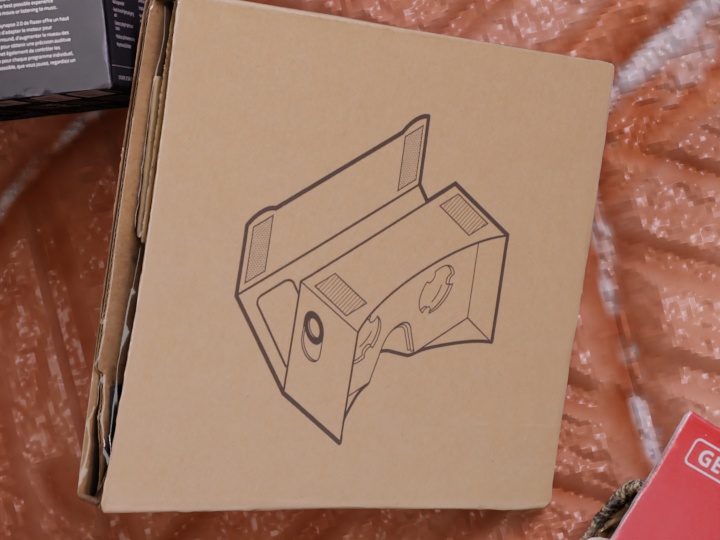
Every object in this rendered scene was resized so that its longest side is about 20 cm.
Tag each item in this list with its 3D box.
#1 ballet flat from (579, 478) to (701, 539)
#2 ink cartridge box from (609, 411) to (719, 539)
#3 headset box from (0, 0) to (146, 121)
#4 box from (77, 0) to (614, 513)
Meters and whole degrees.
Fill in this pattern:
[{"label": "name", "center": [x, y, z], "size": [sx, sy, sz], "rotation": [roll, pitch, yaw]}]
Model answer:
[{"label": "ballet flat", "center": [0.053, 0.152, 1.017], "size": [0.200, 0.075, 0.068], "rotation": [-54, 46, 4]}, {"label": "ink cartridge box", "center": [0.148, 0.171, 0.992], "size": [0.200, 0.045, 0.177], "rotation": [30, 96, -17]}, {"label": "headset box", "center": [-0.119, -0.153, 0.973], "size": [0.092, 0.174, 0.201], "rotation": [-6, 92, 6]}, {"label": "box", "center": [0.000, 0.000, 0.975], "size": [0.021, 0.200, 0.164], "rotation": [12, 95, 47]}]
